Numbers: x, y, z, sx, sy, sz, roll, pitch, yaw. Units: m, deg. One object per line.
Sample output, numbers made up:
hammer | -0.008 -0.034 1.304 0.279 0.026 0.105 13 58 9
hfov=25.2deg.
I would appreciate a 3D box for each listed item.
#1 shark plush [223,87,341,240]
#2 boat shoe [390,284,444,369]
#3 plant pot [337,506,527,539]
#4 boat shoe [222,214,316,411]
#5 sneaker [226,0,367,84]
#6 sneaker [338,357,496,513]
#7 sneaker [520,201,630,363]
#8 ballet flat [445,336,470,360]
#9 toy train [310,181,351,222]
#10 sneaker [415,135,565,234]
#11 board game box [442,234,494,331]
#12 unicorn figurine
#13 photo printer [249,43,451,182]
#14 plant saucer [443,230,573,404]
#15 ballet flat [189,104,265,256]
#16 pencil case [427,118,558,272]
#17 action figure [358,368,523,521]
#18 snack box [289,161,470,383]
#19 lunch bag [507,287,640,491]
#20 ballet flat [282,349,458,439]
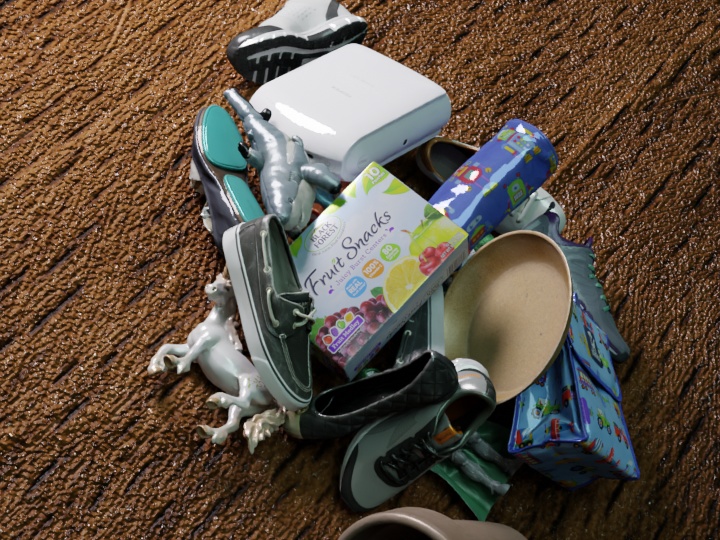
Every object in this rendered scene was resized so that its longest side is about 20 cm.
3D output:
shark plush | -0.095 -0.127 1.747 0.083 0.091 0.200 4 60 -45
boat shoe | 0.057 0.061 1.756 0.056 0.069 0.200 11 34 -9
plant pot | 0.088 0.318 1.570 0.174 0.200 0.201 -7 62 -53
boat shoe | -0.081 0.042 1.642 0.071 0.064 0.200 -14 84 -64
sneaker | -0.087 -0.280 1.931 0.200 0.074 0.080 -20 57 -41
sneaker | 0.057 0.172 1.645 0.074 0.200 0.079 45 2 -23
sneaker | 0.262 0.016 1.889 0.088 0.074 0.200 -43 93 1
ballet flat | 0.148 0.092 1.827 0.200 0.046 0.067 -22 60 -34
toy train | -0.018 -0.034 1.806 0.150 0.056 0.200 -17 69 -36
sneaker | 0.154 -0.093 1.910 0.200 0.085 0.073 29 90 -1
board game box | 0.139 0.015 1.849 0.105 0.023 0.200 -16 55 -34
unicorn figurine | -0.145 0.089 1.655 0.137 0.074 0.200 -29 90 -48
photo printer | -0.019 -0.180 1.860 0.166 0.070 0.200 32 44 30
plant saucer | 0.159 0.056 1.723 0.035 0.200 0.201 26 48 -36
ballet flat | -0.154 -0.093 1.756 0.073 0.073 0.200 1 49 -28
pencil case | 0.137 -0.080 1.826 0.200 0.078 0.087 -45 128 -19
action figure | 0.080 0.169 1.733 0.200 0.055 0.118 34 52 0
snack box | 0.000 0.000 1.723 0.142 0.053 0.200 38 74 21
lunch bag | 0.230 0.120 1.761 0.151 0.094 0.200 36 48 -51
ballet flat | 0.006 0.123 1.642 0.057 0.200 0.067 56 24 -33
